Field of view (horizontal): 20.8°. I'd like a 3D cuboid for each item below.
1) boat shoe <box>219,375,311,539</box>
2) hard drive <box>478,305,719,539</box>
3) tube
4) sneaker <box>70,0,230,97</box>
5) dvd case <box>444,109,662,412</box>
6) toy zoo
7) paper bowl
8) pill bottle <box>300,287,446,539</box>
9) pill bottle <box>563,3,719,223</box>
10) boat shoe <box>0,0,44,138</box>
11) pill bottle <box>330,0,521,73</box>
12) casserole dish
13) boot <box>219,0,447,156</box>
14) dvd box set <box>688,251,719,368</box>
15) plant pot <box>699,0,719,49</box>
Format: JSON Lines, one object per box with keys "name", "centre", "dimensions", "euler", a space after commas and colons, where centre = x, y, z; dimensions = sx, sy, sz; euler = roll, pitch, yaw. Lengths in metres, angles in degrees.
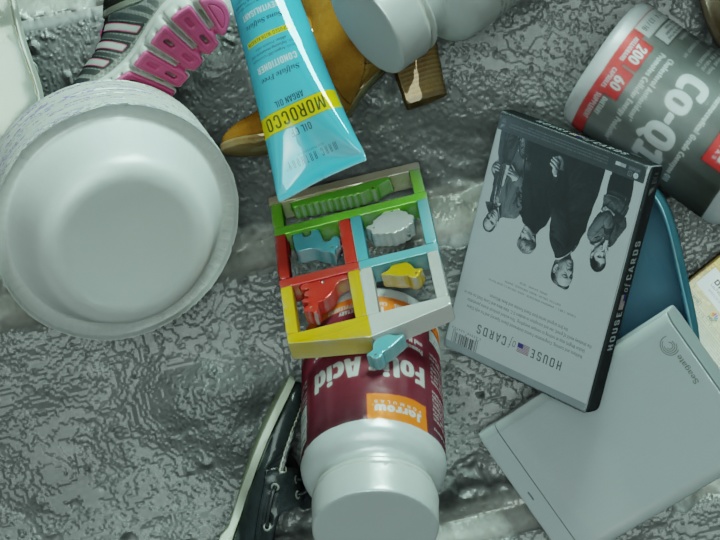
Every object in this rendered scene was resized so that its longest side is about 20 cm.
{"name": "boat shoe", "centre": [-0.069, 0.187, 1.596], "dimensions": [0.066, 0.075, 0.201], "euler": [20, 93, 0]}
{"name": "hard drive", "centre": [0.207, 0.134, 1.562], "dimensions": [0.200, 0.027, 0.132], "euler": [-36, 89, 30]}
{"name": "tube", "centre": [-0.058, -0.158, 1.531], "dimensions": [0.077, 0.050, 0.201], "euler": [-26, 70, 21]}
{"name": "sneaker", "centre": [-0.188, -0.175, 1.592], "dimensions": [0.200, 0.074, 0.088], "euler": [-43, 46, 23]}
{"name": "dvd case", "centre": [0.148, -0.009, 1.545], "dimensions": [0.150, 0.025, 0.202], "euler": [25, 109, 37]}
{"name": "toy zoo", "centre": [0.000, 0.000, 1.544], "dimensions": [0.130, 0.201, 0.021], "euler": [-13, 134, 4]}
{"name": "paper bowl", "centre": [-0.193, -0.040, 1.540], "dimensions": [0.199, 0.104, 0.202], "euler": [-8, 116, -17]}
{"name": "pill bottle", "centre": [0.009, 0.121, 1.519], "dimensions": [0.113, 0.201, 0.115], "euler": [-1, 135, -1]}
{"name": "pill bottle", "centre": [0.270, -0.109, 1.539], "dimensions": [0.199, 0.114, 0.114], "euler": [36, 93, 9]}
{"name": "boat shoe", "centre": [-0.302, -0.165, 1.600], "dimensions": [0.074, 0.062, 0.202], "euler": [-14, 97, -8]}
{"name": "pill bottle", "centre": [0.078, -0.246, 1.527], "dimensions": [0.200, 0.114, 0.115], "euler": [-37, 90, -17]}
{"name": "casserole dish", "centre": [0.210, 0.010, 1.566], "dimensions": [0.120, 0.039, 0.202], "euler": [-7, 104, 36]}
{"name": "boot", "centre": [-0.036, -0.183, 1.587], "dimensions": [0.200, 0.071, 0.145], "euler": [-18, 85, -7]}
{"name": "dvd box set", "centre": [0.363, 0.020, 1.591], "dimensions": [0.200, 0.029, 0.147], "euler": [-40, 89, 4]}
{"name": "plant pot", "centre": [0.375, -0.259, 1.519], "dimensions": [0.173, 0.200, 0.202], "euler": [-1, 92, -15]}
